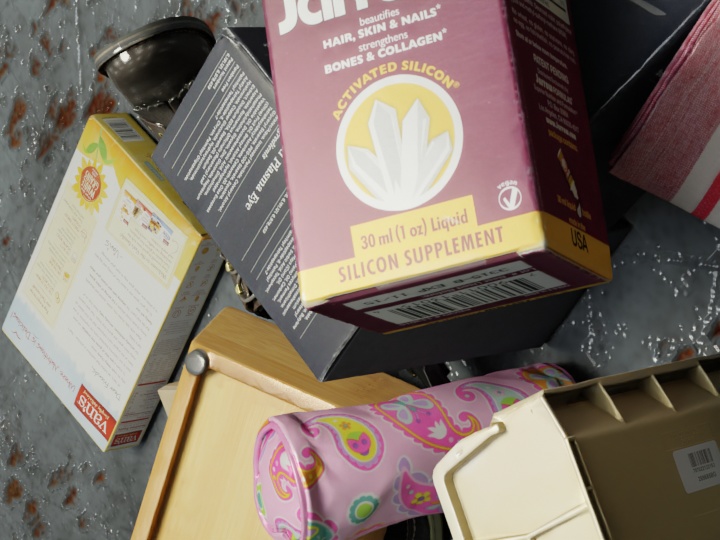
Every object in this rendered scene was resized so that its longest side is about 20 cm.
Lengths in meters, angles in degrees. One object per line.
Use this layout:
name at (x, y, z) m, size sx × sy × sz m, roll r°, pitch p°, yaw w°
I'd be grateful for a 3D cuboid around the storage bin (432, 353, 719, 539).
storage bin at (0.158, 0.156, 1.172) m, size 0.094 × 0.200 × 0.199 m, roll -29°, pitch 75°, yaw 41°

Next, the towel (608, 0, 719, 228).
towel at (0.242, -0.058, 1.106) m, size 0.200 × 0.023 × 0.144 m, roll 28°, pitch 123°, yaw -3°

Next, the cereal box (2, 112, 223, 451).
cereal box at (-0.175, 0.009, 1.587) m, size 0.144 × 0.039 × 0.200 m, roll 46°, pitch 125°, yaw 30°

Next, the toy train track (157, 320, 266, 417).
toy train track at (-0.066, 0.083, 1.497) m, size 0.200 × 0.033 × 0.115 m, roll -6°, pitch 109°, yaw 51°

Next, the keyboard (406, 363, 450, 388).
keyboard at (0.000, 0.000, 1.382) m, size 0.021 × 0.127 × 0.200 m, roll -33°, pitch 64°, yaw -4°

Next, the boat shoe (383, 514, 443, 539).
boat shoe at (-0.010, 0.219, 1.437) m, size 0.073 × 0.065 × 0.200 m, roll 42°, pitch 122°, yaw 33°

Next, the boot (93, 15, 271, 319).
boot at (-0.087, -0.057, 1.410) m, size 0.069 × 0.200 × 0.174 m, roll -26°, pitch 69°, yaw 11°

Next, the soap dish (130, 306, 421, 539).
soap dish at (-0.060, 0.141, 1.385) m, size 0.157 × 0.081 × 0.200 m, roll 22°, pitch 100°, yaw 28°

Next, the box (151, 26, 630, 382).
box at (0.017, -0.044, 1.281) m, size 0.182 × 0.200 × 0.104 m, roll 51°, pitch 125°, yaw 27°

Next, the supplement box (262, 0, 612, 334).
supplement box at (0.036, -0.082, 1.097) m, size 0.131 × 0.103 × 0.200 m, roll -15°, pitch 74°, yaw 23°

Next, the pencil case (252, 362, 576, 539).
pencil case at (0.039, 0.108, 1.287) m, size 0.087 × 0.200 × 0.088 m, roll 171°, pitch 90°, yaw -66°

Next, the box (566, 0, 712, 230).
box at (0.107, -0.152, 1.200) m, size 0.200 × 0.117 × 0.197 m, roll -46°, pitch 62°, yaw 15°

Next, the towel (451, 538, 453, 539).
towel at (0.077, 0.224, 1.271) m, size 0.200 × 0.031 × 0.149 m, roll -30°, pitch 85°, yaw 19°
